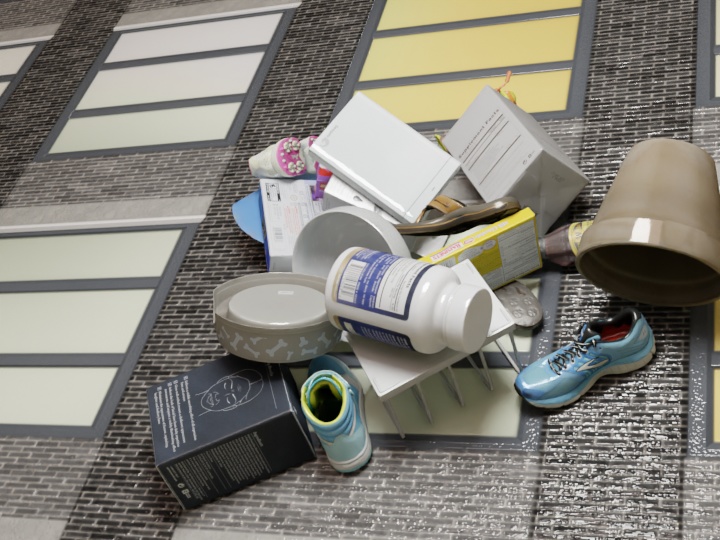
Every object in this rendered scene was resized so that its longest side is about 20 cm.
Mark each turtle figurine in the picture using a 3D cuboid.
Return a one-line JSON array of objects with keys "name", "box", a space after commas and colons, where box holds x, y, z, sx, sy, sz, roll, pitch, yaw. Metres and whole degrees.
[{"name": "turtle figurine", "box": [0.205, -0.248, 1.775, 0.161, 0.200, 0.065, -40, 87, 6]}]

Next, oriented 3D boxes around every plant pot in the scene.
[{"name": "plant pot", "box": [0.398, -0.070, 1.405, 0.197, 0.200, 0.176, 7, 70, 28]}]

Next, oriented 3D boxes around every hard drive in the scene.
[{"name": "hard drive", "box": [0.037, -0.171, 1.624, 0.199, 0.027, 0.132, 36, 69, 11]}]

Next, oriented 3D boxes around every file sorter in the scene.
[{"name": "file sorter", "box": [0.101, 0.112, 1.434, 0.198, 0.125, 0.139, -27, 43, -5]}]

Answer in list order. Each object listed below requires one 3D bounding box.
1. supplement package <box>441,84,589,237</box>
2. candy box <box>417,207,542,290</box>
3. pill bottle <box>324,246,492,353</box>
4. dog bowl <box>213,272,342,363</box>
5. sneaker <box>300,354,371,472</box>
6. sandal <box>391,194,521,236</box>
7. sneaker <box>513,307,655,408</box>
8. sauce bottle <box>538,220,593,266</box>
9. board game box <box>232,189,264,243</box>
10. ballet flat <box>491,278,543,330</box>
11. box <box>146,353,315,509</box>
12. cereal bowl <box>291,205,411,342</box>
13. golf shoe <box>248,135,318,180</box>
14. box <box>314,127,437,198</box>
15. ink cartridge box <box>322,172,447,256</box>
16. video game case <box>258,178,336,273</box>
[{"name": "supplement package", "box": [0.235, -0.169, 1.638, 0.120, 0.120, 0.201, -50, 38, 19]}, {"name": "candy box", "box": [0.159, -0.006, 1.484, 0.198, 0.103, 0.027, -25, 46, -8]}, {"name": "pill bottle", "box": [0.062, 0.042, 1.348, 0.198, 0.112, 0.112, 14, 53, 32]}, {"name": "dog bowl", "box": [-0.112, 0.065, 1.474, 0.197, 0.060, 0.201, 2, 21, -1]}, {"name": "sneaker", "box": [-0.042, 0.159, 1.442, 0.079, 0.131, 0.201, -24, 42, 0]}, {"name": "sandal", "box": [0.133, -0.085, 1.517, 0.198, 0.081, 0.055, -14, 79, 34]}, {"name": "sneaker", "box": [0.287, 0.104, 1.390, 0.198, 0.091, 0.079, -27, 42, -4]}, {"name": "sauce bottle", "box": [0.326, -0.038, 1.538, 0.197, 0.066, 0.067, -10, 43, 15]}, {"name": "board game box", "box": [-0.118, -0.083, 1.774, 0.157, 0.039, 0.199, 30, 42, 23]}, {"name": "ballet flat", "box": [0.184, 0.035, 1.544, 0.199, 0.047, 0.067, 31, 60, 36]}, {"name": "box", "box": [-0.180, 0.209, 1.467, 0.198, 0.108, 0.149, -22, 41, 1]}, {"name": "cereal bowl", "box": [0.000, 0.000, 1.549, 0.198, 0.203, 0.083, 15, 24, 34]}, {"name": "golf shoe", "box": [-0.113, -0.185, 1.804, 0.090, 0.199, 0.077, -12, 85, 28]}, {"name": "box", "box": [0.028, -0.166, 1.757, 0.197, 0.039, 0.138, 8, 45, -2]}, {"name": "ink cartridge box", "box": [0.053, -0.111, 1.652, 0.198, 0.068, 0.117, 24, 65, 5]}, {"name": "video game case", "box": [-0.066, -0.069, 1.697, 0.178, 0.046, 0.201, 0, 41, -11]}]
